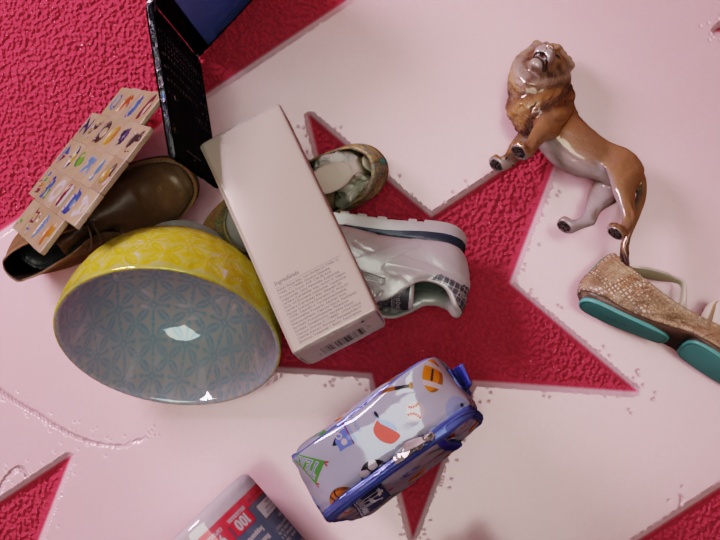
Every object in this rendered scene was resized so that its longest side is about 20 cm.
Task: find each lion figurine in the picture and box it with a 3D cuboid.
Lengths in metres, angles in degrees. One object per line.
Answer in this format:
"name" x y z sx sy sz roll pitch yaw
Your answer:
"lion figurine" 0.198 -0.110 0.903 0.200 0.072 0.123 45 62 -3

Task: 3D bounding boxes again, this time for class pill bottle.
"pill bottle" -0.079 0.293 0.877 0.119 0.120 0.200 -43 86 1

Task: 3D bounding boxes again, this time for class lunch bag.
"lunch bag" 0.032 0.141 0.837 0.159 0.200 0.076 -35 77 2

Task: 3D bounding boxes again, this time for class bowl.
"bowl" -0.162 0.021 0.885 0.197 0.202 0.109 1 51 4

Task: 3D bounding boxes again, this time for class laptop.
"laptop" -0.115 -0.190 0.874 0.102 0.177 0.203 -10 86 4

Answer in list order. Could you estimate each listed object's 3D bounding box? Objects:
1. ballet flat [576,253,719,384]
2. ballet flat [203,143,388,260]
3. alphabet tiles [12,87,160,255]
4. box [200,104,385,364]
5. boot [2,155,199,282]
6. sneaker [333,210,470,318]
"ballet flat" 0.293 0.045 0.894 0.198 0.071 0.066 29 75 1
"ballet flat" -0.067 -0.063 0.920 0.198 0.071 0.072 -25 86 2
"alphabet tiles" -0.241 -0.093 0.876 0.006 0.199 0.167 41 81 -29
"box" -0.057 -0.030 0.841 0.081 0.068 0.202 -25 74 3
"boot" -0.236 -0.039 0.903 0.198 0.076 0.074 -23 108 15
"sneaker" 0.000 0.000 0.894 0.197 0.077 0.082 0 62 3
